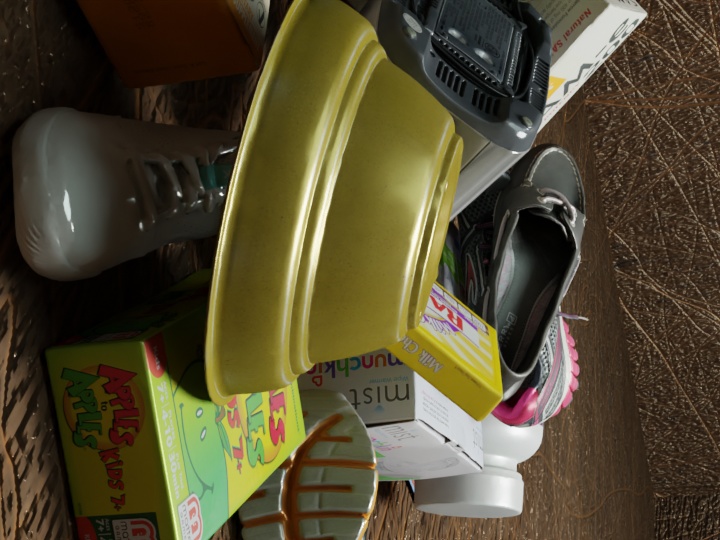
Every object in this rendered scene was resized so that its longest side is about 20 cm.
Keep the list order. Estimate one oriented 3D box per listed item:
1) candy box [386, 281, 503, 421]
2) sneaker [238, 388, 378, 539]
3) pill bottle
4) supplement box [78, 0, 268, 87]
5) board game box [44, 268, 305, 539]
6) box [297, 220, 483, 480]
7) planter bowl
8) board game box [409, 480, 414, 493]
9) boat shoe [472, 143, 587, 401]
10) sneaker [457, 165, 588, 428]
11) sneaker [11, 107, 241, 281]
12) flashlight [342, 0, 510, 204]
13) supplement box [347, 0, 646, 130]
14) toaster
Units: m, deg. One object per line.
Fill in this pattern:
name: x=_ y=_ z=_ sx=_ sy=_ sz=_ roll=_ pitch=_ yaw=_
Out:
candy box: x=0.000 y=0.000 z=0.864 sx=0.200 sy=0.026 sz=0.102 roll=39 pitch=19 yaw=-11
sneaker: x=-0.029 y=0.168 z=0.862 sx=0.077 sy=0.078 sz=0.200 roll=80 pitch=11 yaw=-73
pill bottle: x=0.087 y=0.086 z=1.162 sx=0.112 sy=0.112 sz=0.200 roll=44 pitch=47 yaw=-67
supplement box: x=-0.091 y=-0.207 z=0.738 sx=0.126 sy=0.073 sz=0.200 roll=65 pitch=23 yaw=-51
board game box: x=-0.082 y=0.063 z=0.733 sx=0.200 sy=0.048 sz=0.102 roll=-36 pitch=118 yaw=-73
box: x=0.019 y=0.042 z=1.027 sx=0.200 sy=0.097 sz=0.177 roll=44 pitch=42 yaw=-67
planter bowl: x=-0.002 y=-0.026 z=0.687 sx=0.200 sy=0.083 sz=0.201 roll=14 pitch=90 yaw=-85
board game box: x=0.058 y=0.094 z=1.259 sx=0.158 sy=0.039 sz=0.200 roll=-82 pitch=160 yaw=-44
boat shoe: x=0.115 y=-0.003 z=0.990 sx=0.057 sy=0.067 sz=0.200 roll=-32 pitch=-148 yaw=60
sneaker: x=0.109 y=0.010 z=1.051 sx=0.075 sy=0.080 sz=0.200 roll=-12 pitch=90 yaw=-65
sneaker: x=-0.087 y=-0.041 z=0.682 sx=0.200 sy=0.088 sz=0.075 roll=-26 pitch=111 yaw=-74
flashlight: x=0.028 y=-0.131 z=1.044 sx=0.200 sy=0.068 sz=0.068 roll=61 pitch=-5 yaw=37
supplement box: x=0.071 y=-0.193 z=0.988 sx=0.200 sy=0.126 sz=0.073 roll=51 pitch=26 yaw=16
toaster: x=0.031 y=-0.101 z=0.867 sx=0.114 sy=0.129 sz=0.200 roll=36 pitch=33 yaw=-14
